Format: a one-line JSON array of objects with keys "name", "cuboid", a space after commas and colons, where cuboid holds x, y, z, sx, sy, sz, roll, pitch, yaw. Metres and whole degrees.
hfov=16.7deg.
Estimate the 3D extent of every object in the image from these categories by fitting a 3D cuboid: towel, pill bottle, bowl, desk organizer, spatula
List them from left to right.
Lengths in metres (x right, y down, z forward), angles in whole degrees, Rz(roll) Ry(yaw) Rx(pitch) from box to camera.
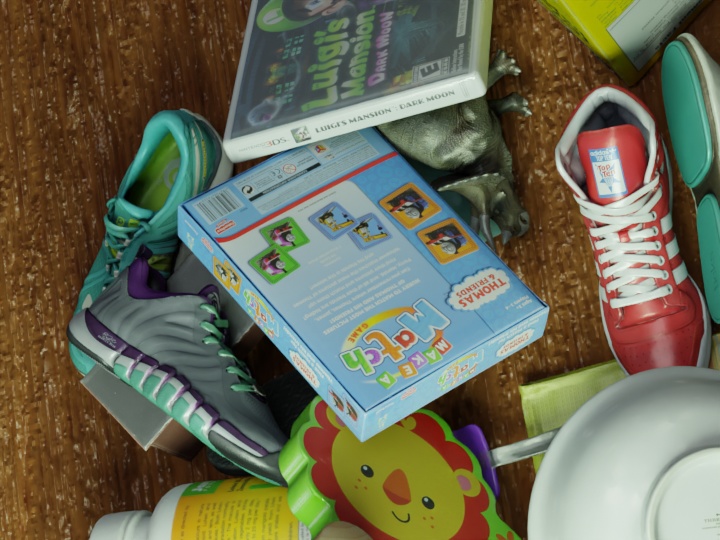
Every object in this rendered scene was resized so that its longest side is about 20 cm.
[{"name": "desk organizer", "cuboid": [-0.089, 0.031, 1.676, 0.072, 0.077, 0.200, 42, 93, 24]}, {"name": "pill bottle", "cuboid": [-0.074, 0.191, 1.610, 0.198, 0.111, 0.112, -8, 74, 18]}, {"name": "spatula", "cuboid": [0.120, 0.109, 1.583, 0.199, 0.021, 0.057, -24, 75, 27]}, {"name": "towel", "cuboid": [0.203, 0.089, 1.584, 0.199, 0.018, 0.087, -15, 71, 17]}, {"name": "bowl", "cuboid": [0.206, 0.155, 1.480, 0.199, 0.090, 0.203, 1, 83, -8]}]

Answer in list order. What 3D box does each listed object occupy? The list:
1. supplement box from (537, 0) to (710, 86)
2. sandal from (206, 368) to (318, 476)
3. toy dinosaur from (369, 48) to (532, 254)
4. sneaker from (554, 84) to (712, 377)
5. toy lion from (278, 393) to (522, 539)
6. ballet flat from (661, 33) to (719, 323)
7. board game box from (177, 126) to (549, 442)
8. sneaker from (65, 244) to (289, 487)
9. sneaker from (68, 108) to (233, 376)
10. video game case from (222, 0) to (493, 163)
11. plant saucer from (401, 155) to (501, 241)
[{"name": "supplement box", "cuboid": [0.152, -0.218, 1.581, 0.109, 0.200, 0.110, -46, 66, 4]}, {"name": "sandal", "cuboid": [-0.009, 0.088, 1.642, 0.200, 0.048, 0.075, -31, 33, 1]}, {"name": "toy dinosaur", "cuboid": [0.047, -0.109, 1.643, 0.200, 0.077, 0.102, 41, 75, 18]}, {"name": "sneaker", "cuboid": [0.173, -0.021, 1.562, 0.071, 0.113, 0.202, -14, 66, 13]}, {"name": "toy lion", "cuboid": [0.035, 0.167, 1.514, 0.199, 0.192, 0.069, 33, 128, -9]}, {"name": "ballet flat", "cuboid": [0.243, -0.057, 1.585, 0.069, 0.069, 0.202, -15, 71, 16]}, {"name": "board game box", "cuboid": [0.000, 0.000, 1.574, 0.151, 0.037, 0.200, -28, 58, -26]}, {"name": "sneaker", "cuboid": [-0.100, 0.058, 1.592, 0.199, 0.074, 0.088, 34, 84, 26]}, {"name": "sneaker", "cuboid": [-0.159, -0.020, 1.714, 0.077, 0.080, 0.201, 18, 84, 23]}, {"name": "video game case", "cuboid": [0.003, -0.161, 1.661, 0.180, 0.023, 0.201, -15, 38, 18]}, {"name": "plant saucer", "cuboid": [0.033, -0.100, 1.696, 0.070, 0.019, 0.201, -28, 69, 12]}]
